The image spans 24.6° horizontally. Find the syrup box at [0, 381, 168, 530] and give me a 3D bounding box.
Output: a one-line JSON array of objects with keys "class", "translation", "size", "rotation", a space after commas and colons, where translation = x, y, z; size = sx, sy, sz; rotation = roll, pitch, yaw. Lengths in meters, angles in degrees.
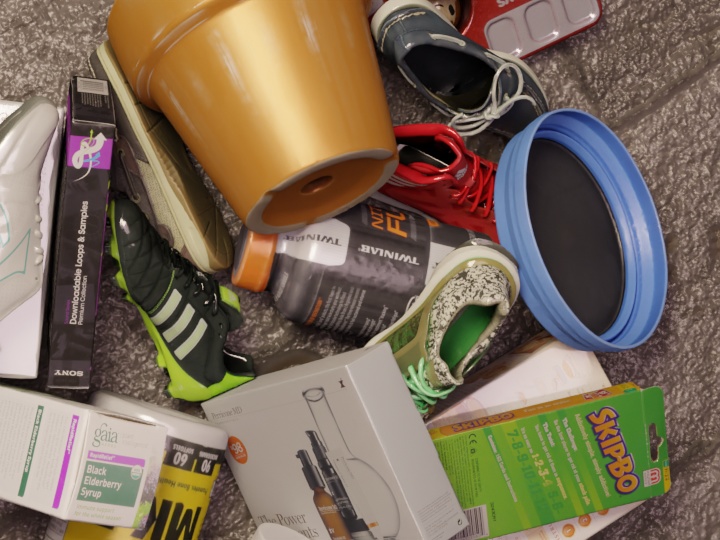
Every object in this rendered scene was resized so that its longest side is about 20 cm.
[{"class": "syrup box", "translation": [-0.242, 0.130, 1.212], "size": [0.079, 0.199, 0.082], "rotation": [18, 84, -49]}]

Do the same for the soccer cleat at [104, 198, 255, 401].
[{"class": "soccer cleat", "translation": [-0.138, 0.018, 1.268], "size": [0.081, 0.068, 0.200], "rotation": [-16, 129, 4]}]

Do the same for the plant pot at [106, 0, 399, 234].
[{"class": "plant pot", "translation": [-0.063, -0.136, 1.227], "size": [0.199, 0.200, 0.184], "rotation": [-22, 73, -11]}]

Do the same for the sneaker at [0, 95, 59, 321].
[{"class": "sneaker", "translation": [-0.254, -0.026, 1.158], "size": [0.080, 0.070, 0.201], "rotation": [27, 91, -19]}]

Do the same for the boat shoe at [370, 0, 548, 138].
[{"class": "boat shoe", "translation": [0.089, -0.149, 1.313], "size": [0.075, 0.062, 0.200], "rotation": [-37, 136, 18]}]

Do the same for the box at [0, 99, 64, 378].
[{"class": "box", "translation": [-0.282, -0.024, 1.245], "size": [0.097, 0.124, 0.201], "rotation": [6, 88, -12]}]

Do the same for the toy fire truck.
[{"class": "toy fire truck", "translation": [0.090, -0.236, 1.342], "size": [0.199, 0.112, 0.168], "rotation": [-27, 114, -10]}]

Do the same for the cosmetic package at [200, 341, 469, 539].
[{"class": "cosmetic package", "translation": [-0.024, 0.146, 1.262], "size": [0.052, 0.200, 0.151], "rotation": [-25, 94, -39]}]

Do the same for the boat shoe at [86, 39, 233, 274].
[{"class": "boat shoe", "translation": [-0.171, -0.081, 1.296], "size": [0.066, 0.072, 0.201], "rotation": [-27, 92, 14]}]

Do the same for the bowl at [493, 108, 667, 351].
[{"class": "bowl", "translation": [0.178, -0.031, 1.332], "size": [0.200, 0.039, 0.201], "rotation": [23, 59, -43]}]

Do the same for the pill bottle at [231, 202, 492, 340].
[{"class": "pill bottle", "translation": [0.000, 0.000, 1.314], "size": [0.199, 0.106, 0.107], "rotation": [13, 87, -12]}]

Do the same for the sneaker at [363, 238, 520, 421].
[{"class": "sneaker", "translation": [0.050, 0.071, 1.242], "size": [0.077, 0.089, 0.200], "rotation": [29, 108, -12]}]

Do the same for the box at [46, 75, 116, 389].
[{"class": "box", "translation": [-0.208, -0.030, 1.223], "size": [0.036, 0.143, 0.201], "rotation": [6, 108, -13]}]

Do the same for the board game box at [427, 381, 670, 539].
[{"class": "board game box", "translation": [0.148, 0.152, 1.299], "size": [0.199, 0.030, 0.096], "rotation": [-11, 108, -11]}]

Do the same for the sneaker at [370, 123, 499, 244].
[{"class": "sneaker", "translation": [0.088, -0.063, 1.328], "size": [0.199, 0.116, 0.079], "rotation": [15, 87, -11]}]

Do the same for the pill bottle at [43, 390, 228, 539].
[{"class": "pill bottle", "translation": [-0.183, 0.203, 1.270], "size": [0.114, 0.114, 0.201], "rotation": [17, 86, -11]}]

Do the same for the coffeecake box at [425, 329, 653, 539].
[{"class": "coffeecake box", "translation": [0.124, 0.161, 1.356], "size": [0.200, 0.073, 0.154], "rotation": [-31, 96, -11]}]

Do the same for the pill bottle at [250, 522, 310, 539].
[{"class": "pill bottle", "translation": [-0.095, 0.294, 1.253], "size": [0.110, 0.111, 0.201], "rotation": [27, 98, -11]}]
